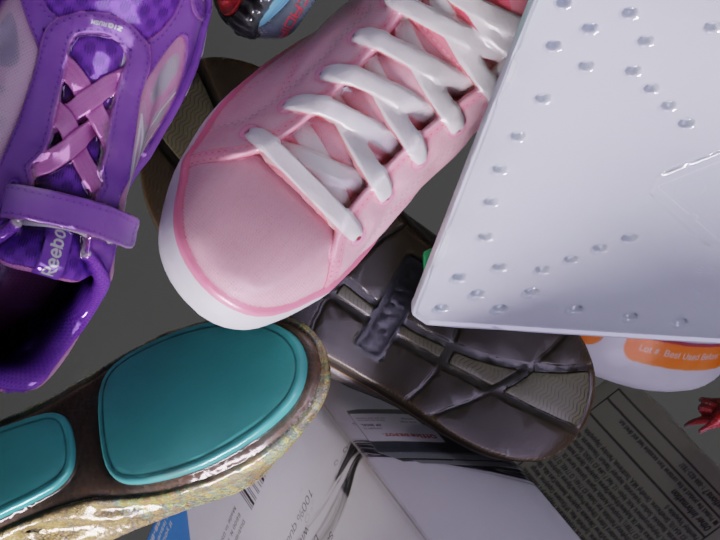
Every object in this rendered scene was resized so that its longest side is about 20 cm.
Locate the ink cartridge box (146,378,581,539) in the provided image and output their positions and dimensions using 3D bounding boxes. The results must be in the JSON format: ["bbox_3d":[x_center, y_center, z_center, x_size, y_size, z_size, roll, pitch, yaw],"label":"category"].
[{"bbox_3d":[-0.001,0.125,0.997,0.084,0.200,0.145,10,113,-31],"label":"ink cartridge box"}]

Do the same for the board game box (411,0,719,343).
[{"bbox_3d":[0.133,-0.037,0.890,0.199,0.026,0.200,4,148,-10],"label":"board game box"}]

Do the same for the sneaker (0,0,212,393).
[{"bbox_3d":[-0.103,-0.039,0.911,0.080,0.089,0.201,17,112,-17],"label":"sneaker"}]

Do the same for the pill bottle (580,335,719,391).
[{"bbox_3d":[0.126,-0.063,1.007,0.109,0.110,0.200,9,113,-30],"label":"pill bottle"}]

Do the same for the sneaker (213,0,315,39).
[{"bbox_3d":[0.021,-0.161,0.920,0.095,0.079,0.200,21,107,-36],"label":"sneaker"}]

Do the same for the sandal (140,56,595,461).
[{"bbox_3d":[0.000,0.000,0.983,0.200,0.055,0.082,34,84,-6],"label":"sandal"}]

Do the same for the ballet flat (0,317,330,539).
[{"bbox_3d":[-0.087,0.071,0.977,0.200,0.071,0.071,-23,131,22],"label":"ballet flat"}]

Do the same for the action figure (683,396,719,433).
[{"bbox_3d":[0.182,0.000,1.093,0.065,0.099,0.200,44,64,-35],"label":"action figure"}]

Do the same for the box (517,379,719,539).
[{"bbox_3d":[0.083,0.162,1.105,0.200,0.128,0.109,-37,127,-2],"label":"box"}]

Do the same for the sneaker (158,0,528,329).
[{"bbox_3d":[0.012,-0.068,0.913,0.075,0.105,0.200,45,60,-1],"label":"sneaker"}]
